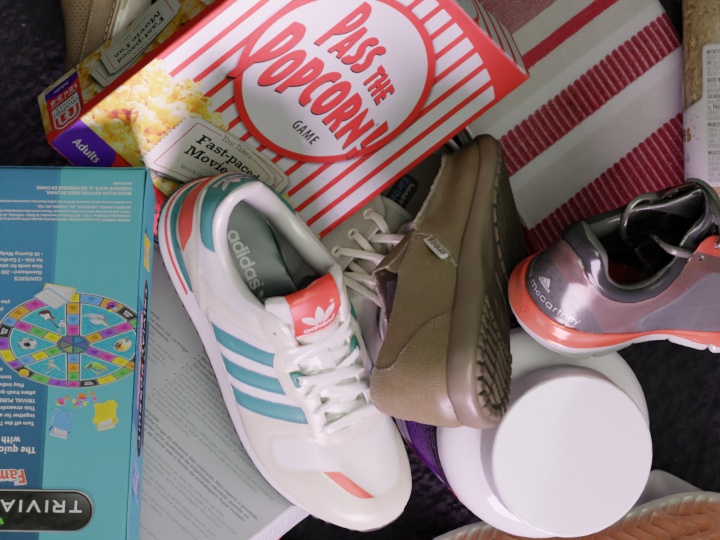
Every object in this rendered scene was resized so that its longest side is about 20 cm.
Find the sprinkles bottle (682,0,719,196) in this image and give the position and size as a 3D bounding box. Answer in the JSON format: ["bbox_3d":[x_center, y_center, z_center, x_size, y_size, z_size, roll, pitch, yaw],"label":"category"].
[{"bbox_3d":[0.207,-0.094,1.523,0.068,0.068,0.200,-1,89,-10],"label":"sprinkles bottle"}]

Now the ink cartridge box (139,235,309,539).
[{"bbox_3d":[-0.120,0.074,1.446,0.200,0.041,0.200,42,49,14],"label":"ink cartridge box"}]

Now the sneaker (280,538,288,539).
[{"bbox_3d":[0.019,0.196,1.533,0.200,0.089,0.077,5,98,-13],"label":"sneaker"}]

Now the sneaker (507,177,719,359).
[{"bbox_3d":[0.170,-0.008,1.408,0.200,0.082,0.077,-14,62,-36],"label":"sneaker"}]

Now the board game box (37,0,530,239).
[{"bbox_3d":[-0.039,-0.094,1.425,0.200,0.046,0.151,-38,127,15],"label":"board game box"}]

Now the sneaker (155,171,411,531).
[{"bbox_3d":[-0.031,0.040,1.384,0.070,0.093,0.200,-29,93,-19],"label":"sneaker"}]

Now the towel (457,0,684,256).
[{"bbox_3d":[0.123,-0.085,1.534,0.144,0.023,0.200,-37,104,-20],"label":"towel"}]

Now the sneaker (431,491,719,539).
[{"bbox_3d":[0.114,0.177,1.502,0.200,0.071,0.080,-8,133,-7],"label":"sneaker"}]

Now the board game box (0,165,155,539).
[{"bbox_3d":[-0.180,0.049,1.365,0.151,0.047,0.200,1,71,2],"label":"board game box"}]

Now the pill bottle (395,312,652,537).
[{"bbox_3d":[0.087,0.077,1.472,0.111,0.200,0.112,-1,98,-10],"label":"pill bottle"}]

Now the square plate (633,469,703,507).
[{"bbox_3d":[0.201,0.240,1.590,0.198,0.028,0.200,27,91,-22],"label":"square plate"}]

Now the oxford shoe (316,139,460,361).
[{"bbox_3d":[0.000,0.000,1.475,0.075,0.058,0.200,31,62,-6],"label":"oxford shoe"}]

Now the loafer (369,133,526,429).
[{"bbox_3d":[0.042,0.002,1.408,0.067,0.200,0.076,-7,125,13],"label":"loafer"}]

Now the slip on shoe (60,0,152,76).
[{"bbox_3d":[-0.137,-0.171,1.457,0.060,0.076,0.200,13,94,-19],"label":"slip on shoe"}]
